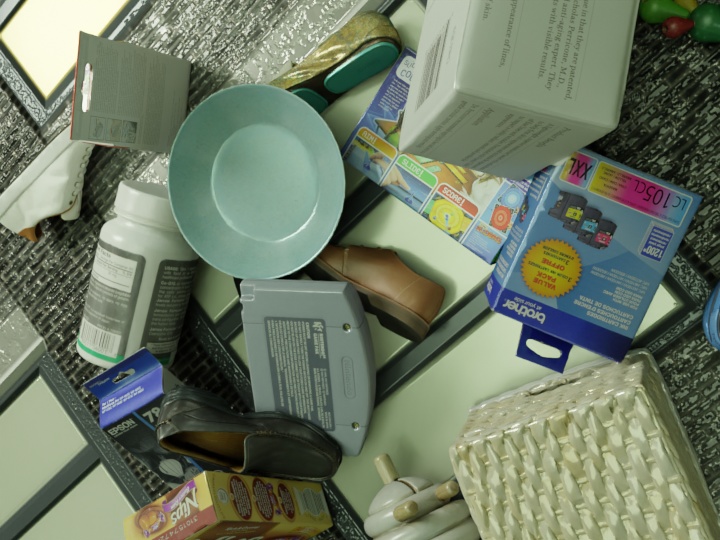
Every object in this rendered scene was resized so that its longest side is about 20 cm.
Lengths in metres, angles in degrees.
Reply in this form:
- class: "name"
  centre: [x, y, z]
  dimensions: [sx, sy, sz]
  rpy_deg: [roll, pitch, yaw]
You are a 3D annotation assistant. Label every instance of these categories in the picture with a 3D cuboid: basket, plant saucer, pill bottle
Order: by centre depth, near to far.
- class: "basket"
  centre: [0.209, 0.204, 0.763]
  dimensions: [0.198, 0.161, 0.200]
  rpy_deg: [-23, 88, 19]
- class: "plant saucer"
  centre: [-0.105, -0.091, 0.860]
  dimensions: [0.200, 0.039, 0.202]
  rpy_deg: [3, 99, 18]
- class: "pill bottle"
  centre: [-0.246, 0.007, 0.937]
  dimensions: [0.113, 0.113, 0.200]
  rpy_deg: [19, 101, 18]

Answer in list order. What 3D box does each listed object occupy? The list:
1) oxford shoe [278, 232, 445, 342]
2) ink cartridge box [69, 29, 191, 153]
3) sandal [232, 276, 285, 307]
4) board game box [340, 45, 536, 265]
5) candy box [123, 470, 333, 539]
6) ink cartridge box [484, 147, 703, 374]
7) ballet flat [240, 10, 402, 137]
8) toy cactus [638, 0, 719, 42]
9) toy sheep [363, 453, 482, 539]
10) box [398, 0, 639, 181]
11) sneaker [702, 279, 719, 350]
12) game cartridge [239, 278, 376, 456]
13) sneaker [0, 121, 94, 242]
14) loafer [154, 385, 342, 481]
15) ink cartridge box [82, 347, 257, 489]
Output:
- class: "oxford shoe"
  centre: [0.000, 0.000, 0.883]
  dimensions: [0.200, 0.071, 0.071]
  rpy_deg: [29, 73, 18]
- class: "ink cartridge box"
  centre: [-0.256, -0.185, 0.878]
  dimensions: [0.050, 0.200, 0.109]
  rpy_deg: [10, 98, 19]
- class: "sandal"
  centre: [-0.097, 0.071, 0.923]
  dimensions: [0.076, 0.043, 0.200]
  rpy_deg: [-26, 87, 20]
- class: "board game box"
  centre: [0.093, -0.118, 0.843]
  dimensions: [0.200, 0.034, 0.136]
  rpy_deg: [38, 105, 13]
- class: "candy box"
  centre: [-0.133, 0.265, 0.869]
  dimensions: [0.117, 0.200, 0.057]
  rpy_deg: [-33, 61, 19]
- class: "ink cartridge box"
  centre: [0.205, -0.006, 0.774]
  dimensions: [0.136, 0.076, 0.200]
  rpy_deg: [21, 104, -1]
- class: "ballet flat"
  centre: [-0.047, -0.207, 0.878]
  dimensions: [0.200, 0.071, 0.071]
  rpy_deg: [-29, 84, 21]
- class: "toy cactus"
  centre: [0.355, -0.233, 0.717]
  dimensions: [0.200, 0.102, 0.165]
  rpy_deg: [-18, 98, 12]
- class: "toy sheep"
  centre: [0.067, 0.278, 0.837]
  dimensions: [0.138, 0.138, 0.200]
  rpy_deg: [-29, 71, 20]
- class: "box"
  centre: [0.131, -0.200, 0.700]
  dimensions: [0.130, 0.199, 0.201]
  rpy_deg: [13, 83, -9]
- class: "sneaker"
  centre: [0.371, -0.015, 0.729]
  dimensions: [0.066, 0.078, 0.200]
  rpy_deg: [29, 102, 18]
- class: "game cartridge"
  centre: [-0.051, 0.103, 0.868]
  dimensions: [0.133, 0.042, 0.200]
  rpy_deg: [0, 114, 10]
- class: "sneaker"
  centre: [-0.354, -0.117, 1.003]
  dimensions: [0.200, 0.073, 0.085]
  rpy_deg: [-43, 110, 12]
- class: "loafer"
  centre: [-0.116, 0.185, 0.854]
  dimensions: [0.200, 0.072, 0.073]
  rpy_deg: [16, 115, -6]
- class: "ink cartridge box"
  centre: [-0.212, 0.180, 0.924]
  dimensions: [0.099, 0.039, 0.200]
  rpy_deg: [-31, 117, 21]
